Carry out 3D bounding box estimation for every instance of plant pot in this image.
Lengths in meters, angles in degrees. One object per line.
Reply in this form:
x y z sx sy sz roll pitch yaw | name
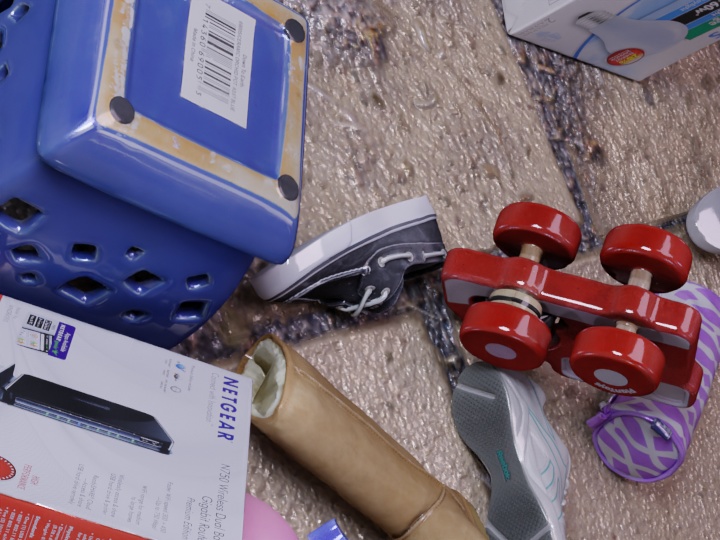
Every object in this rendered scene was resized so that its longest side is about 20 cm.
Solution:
-0.140 -0.087 0.928 0.200 0.180 0.200 24 55 -35 | plant pot

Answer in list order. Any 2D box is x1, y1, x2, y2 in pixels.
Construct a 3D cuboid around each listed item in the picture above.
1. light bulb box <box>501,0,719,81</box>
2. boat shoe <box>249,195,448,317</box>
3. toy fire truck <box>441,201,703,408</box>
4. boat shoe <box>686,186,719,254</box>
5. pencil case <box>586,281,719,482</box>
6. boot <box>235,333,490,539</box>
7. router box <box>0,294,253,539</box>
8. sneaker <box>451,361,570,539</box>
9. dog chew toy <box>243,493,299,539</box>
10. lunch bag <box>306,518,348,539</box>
0.261 -0.284 1.424 0.200 0.198 0.125 11 65 -41 | light bulb box
0.000 0.000 1.116 0.200 0.072 0.068 -23 86 -56 | boat shoe
0.161 0.043 1.174 0.168 0.200 0.112 75 31 -61 | toy fire truck
0.383 -0.054 1.530 0.200 0.066 0.072 -22 83 -36 | boat shoe
0.256 0.091 1.326 0.085 0.084 0.200 34 44 1 | pencil case
0.008 0.145 1.013 0.200 0.066 0.175 43 2 -25 | boot
-0.150 0.092 0.809 0.179 0.049 0.200 19 21 -10 | router box
0.131 0.165 1.165 0.080 0.070 0.201 10 63 -46 | sneaker
-0.078 0.200 0.842 0.125 0.125 0.200 43 4 -22 | dog chew toy
0.019 0.236 0.875 0.200 0.094 0.151 62 0 7 | lunch bag
